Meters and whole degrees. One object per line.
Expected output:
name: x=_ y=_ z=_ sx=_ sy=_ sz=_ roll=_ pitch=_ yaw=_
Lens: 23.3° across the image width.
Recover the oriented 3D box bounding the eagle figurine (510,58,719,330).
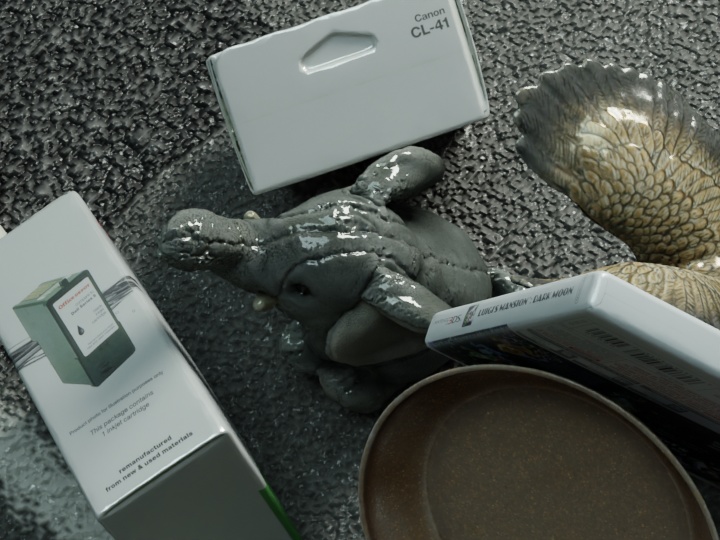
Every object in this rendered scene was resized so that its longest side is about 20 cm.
eagle figurine: x=0.162 y=0.002 z=0.905 sx=0.151 sy=0.200 sz=0.151 roll=-47 pitch=44 yaw=-11

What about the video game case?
video game case: x=0.151 y=0.060 z=0.843 sx=0.199 sy=0.182 sz=0.024 roll=26 pitch=74 yaw=-16

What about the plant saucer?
plant saucer: x=0.093 y=0.131 z=0.882 sx=0.199 sy=0.202 sz=0.037 roll=14 pitch=30 yaw=24

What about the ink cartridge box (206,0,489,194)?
ink cartridge box: x=-0.004 y=-0.112 z=1.042 sx=0.146 sy=0.200 sz=0.086 roll=-18 pitch=98 yaw=4

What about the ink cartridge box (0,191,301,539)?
ink cartridge box: x=-0.130 y=0.075 z=0.992 sx=0.084 sy=0.146 sz=0.200 roll=-33 pitch=54 yaw=-5

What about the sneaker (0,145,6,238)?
sneaker: x=-0.284 y=-0.045 z=1.160 sx=0.080 sy=0.075 sz=0.201 roll=-18 pitch=55 yaw=5

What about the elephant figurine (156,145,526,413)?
elephant figurine: x=0.000 y=0.000 z=0.956 sx=0.141 sy=0.200 sz=0.155 roll=42 pitch=82 yaw=14
